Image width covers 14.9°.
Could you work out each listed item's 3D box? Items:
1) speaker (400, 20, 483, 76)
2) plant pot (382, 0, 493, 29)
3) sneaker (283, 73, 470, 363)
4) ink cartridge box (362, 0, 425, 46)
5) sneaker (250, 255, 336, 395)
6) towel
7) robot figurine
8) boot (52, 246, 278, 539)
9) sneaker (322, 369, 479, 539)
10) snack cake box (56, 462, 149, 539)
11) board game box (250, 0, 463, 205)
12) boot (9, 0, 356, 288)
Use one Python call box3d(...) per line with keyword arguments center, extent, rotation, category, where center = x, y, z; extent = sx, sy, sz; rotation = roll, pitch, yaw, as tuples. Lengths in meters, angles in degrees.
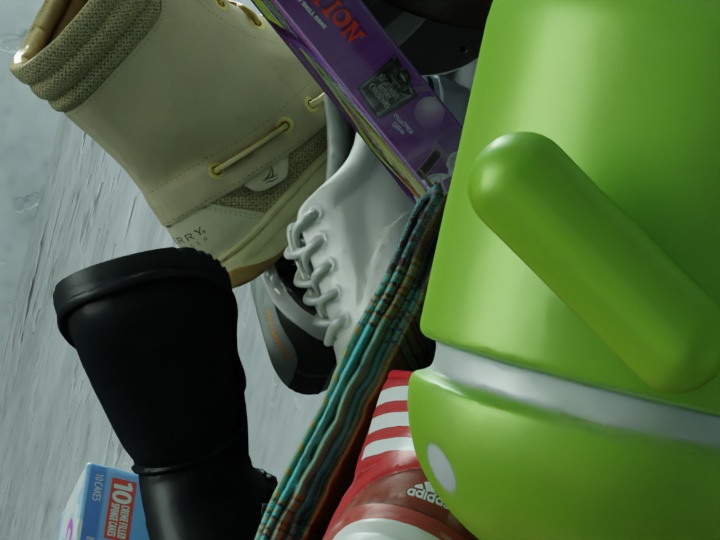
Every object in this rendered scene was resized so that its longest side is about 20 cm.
box3d(center=(0.025, -0.179, 1.250), extent=(0.201, 0.081, 0.081), rotation=(-91, 19, -48), category="speaker")
box3d(center=(0.056, -0.189, 0.906), extent=(0.198, 0.199, 0.201), rotation=(111, 168, -64), category="plant pot")
box3d(center=(0.000, 0.000, 1.189), extent=(0.073, 0.070, 0.201), rotation=(123, 158, -56), category="sneaker")
box3d(center=(-0.060, -0.185, 1.127), extent=(0.057, 0.163, 0.200), rotation=(-41, 36, 5), category="ink cartridge box")
box3d(center=(-0.028, -0.023, 1.346), extent=(0.201, 0.073, 0.080), rotation=(-91, 14, -49), category="sneaker")
box3d(center=(-0.014, 0.075, 0.916), extent=(0.201, 0.022, 0.147), rotation=(-64, -7, -8), category="towel")
box3d(center=(0.079, -0.005, 0.732), extent=(0.175, 0.115, 0.201), rotation=(-14, -64, -85), category="robot figurine")
box3d(center=(-0.069, 0.095, 1.209), extent=(0.200, 0.076, 0.169), rotation=(73, -179, -69), category="boot")
box3d(center=(0.013, 0.109, 0.849), extent=(0.116, 0.078, 0.200), rotation=(-62, -1, -40), category="sneaker")
box3d(center=(-0.095, 0.203, 1.295), extent=(0.067, 0.114, 0.201), rotation=(122, 158, -54), category="snack cake box")
box3d(center=(0.005, -0.064, 0.991), extent=(0.032, 0.200, 0.120), rotation=(-38, 15, 3), category="board game box")
box3d(center=(-0.054, -0.113, 1.252), extent=(0.200, 0.155, 0.073), rotation=(-53, 21, -22), category="boot")
